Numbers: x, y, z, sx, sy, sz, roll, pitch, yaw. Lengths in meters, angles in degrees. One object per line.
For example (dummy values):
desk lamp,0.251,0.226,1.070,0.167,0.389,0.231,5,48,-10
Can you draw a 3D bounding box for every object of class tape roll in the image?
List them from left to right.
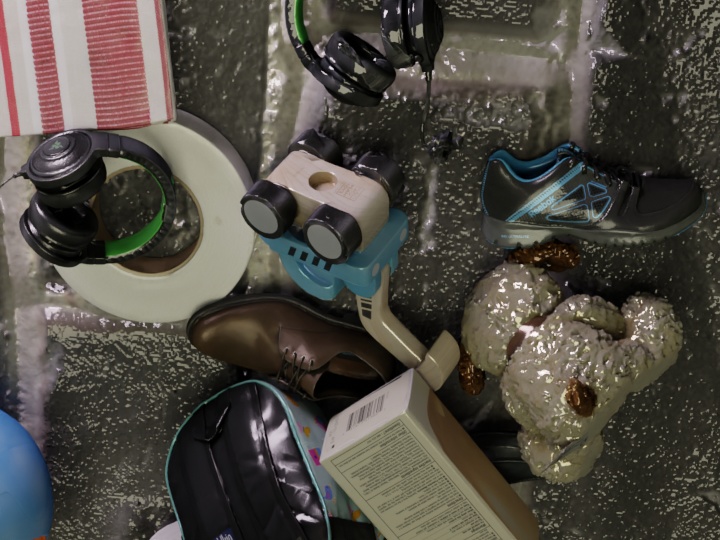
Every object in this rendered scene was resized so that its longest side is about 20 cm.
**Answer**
tape roll,-0.190,-0.050,1.334,0.200,0.037,0.206,1,114,2

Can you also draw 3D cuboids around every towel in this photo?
towel,-0.257,-0.190,1.261,0.197,0.023,0.146,-3,103,11

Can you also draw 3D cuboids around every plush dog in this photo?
plush dog,0.160,0.070,1.310,0.172,0.160,0.201,42,105,27

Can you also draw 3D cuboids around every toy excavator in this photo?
toy excavator,0.000,0.000,1.307,0.193,0.100,0.202,23,142,22

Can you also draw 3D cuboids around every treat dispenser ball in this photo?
treat dispenser ball,-0.387,0.220,1.380,0.198,0.201,0.204,1,115,3

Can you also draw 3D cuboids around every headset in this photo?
headset,-0.259,-0.072,1.277,0.197,0.095,0.125,3,128,-16
headset,0.017,-0.180,1.222,0.123,0.094,0.201,-33,98,18

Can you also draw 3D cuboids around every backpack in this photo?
backpack,-0.084,0.210,1.371,0.175,0.153,0.202,-38,65,23

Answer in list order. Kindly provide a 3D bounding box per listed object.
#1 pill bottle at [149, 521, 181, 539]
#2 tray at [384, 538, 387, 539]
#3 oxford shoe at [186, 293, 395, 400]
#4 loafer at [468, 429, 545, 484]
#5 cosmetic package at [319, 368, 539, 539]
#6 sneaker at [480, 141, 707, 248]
pill bottle,-0.155,0.359,1.481,0.109,0.111,0.203,-1,115,4
tray,0.035,0.349,1.470,0.036,0.099,0.203,3,115,3
oxford shoe,-0.061,0.073,1.344,0.197,0.085,0.073,9,123,-8
loafer,0.095,0.195,1.404,0.197,0.071,0.068,-4,146,7
cosmetic package,0.065,0.199,1.326,0.105,0.071,0.201,-31,110,22
sneaker,0.202,-0.067,1.282,0.197,0.073,0.083,-4,113,4
